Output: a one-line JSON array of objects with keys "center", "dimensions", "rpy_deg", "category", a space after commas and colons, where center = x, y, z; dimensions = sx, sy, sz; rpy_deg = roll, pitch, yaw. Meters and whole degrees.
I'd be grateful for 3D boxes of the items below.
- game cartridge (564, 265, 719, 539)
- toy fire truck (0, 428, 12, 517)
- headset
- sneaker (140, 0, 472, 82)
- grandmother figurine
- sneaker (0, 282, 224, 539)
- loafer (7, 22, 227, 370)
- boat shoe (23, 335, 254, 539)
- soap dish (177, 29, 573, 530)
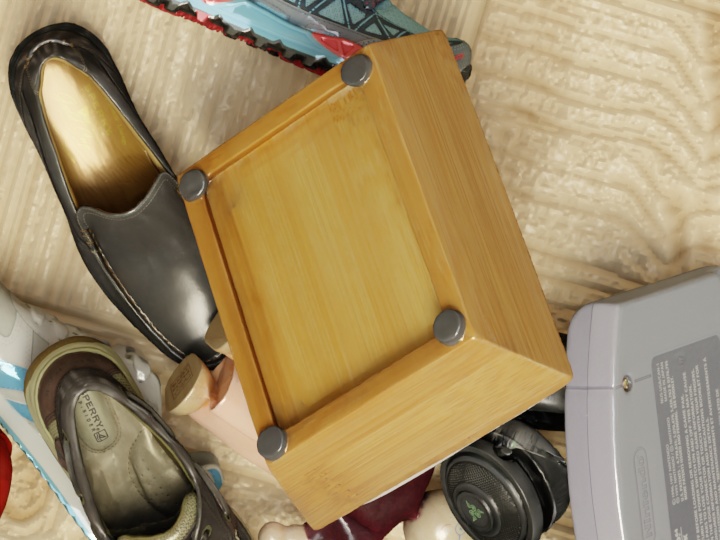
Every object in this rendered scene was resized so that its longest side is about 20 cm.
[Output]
[{"center": [0.158, 0.106, 1.489], "dimensions": [0.040, 0.133, 0.201], "rpy_deg": [-3, 97, 36], "category": "game cartridge"}, {"center": [-0.249, 0.143, 1.404], "dimensions": [0.128, 0.200, 0.176], "rpy_deg": [35, 92, -32], "category": "toy fire truck"}, {"center": [0.092, 0.083, 1.475], "dimensions": [0.200, 0.094, 0.124], "rpy_deg": [37, 63, -25], "category": "headset"}, {"center": [-0.028, -0.154, 1.467], "dimensions": [0.199, 0.079, 0.096], "rpy_deg": [22, 95, -5], "category": "sneaker"}, {"center": [-0.008, 0.102, 1.498], "dimensions": [0.200, 0.061, 0.121], "rpy_deg": [35, 105, -19], "category": "grandmother figurine"}, {"center": [-0.153, 0.059, 1.500], "dimensions": [0.081, 0.077, 0.200], "rpy_deg": [-38, 105, -3], "category": "sneaker"}, {"center": [-0.122, -0.032, 1.483], "dimensions": [0.073, 0.072, 0.200], "rpy_deg": [-33, 99, 1], "category": "loafer"}, {"center": [-0.104, 0.126, 1.449], "dimensions": [0.073, 0.065, 0.200], "rpy_deg": [-35, 112, 0], "category": "boat shoe"}, {"center": [0.000, 0.000, 1.388], "dimensions": [0.157, 0.081, 0.201], "rpy_deg": [-32, 61, 24], "category": "soap dish"}]
